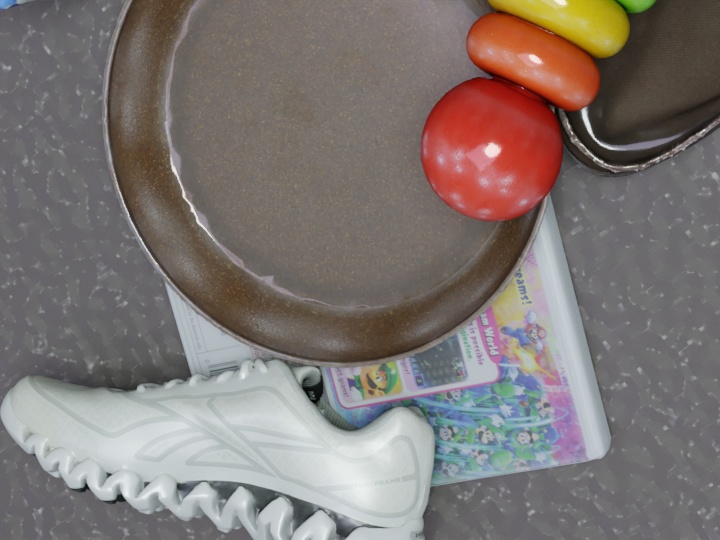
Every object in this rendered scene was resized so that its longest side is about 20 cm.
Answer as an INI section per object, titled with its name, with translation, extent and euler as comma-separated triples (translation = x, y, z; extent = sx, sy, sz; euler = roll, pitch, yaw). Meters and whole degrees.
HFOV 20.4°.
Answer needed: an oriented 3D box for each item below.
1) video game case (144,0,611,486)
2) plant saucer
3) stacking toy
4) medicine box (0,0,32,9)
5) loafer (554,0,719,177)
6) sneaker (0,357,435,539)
[video game case]
translation = 0.000, 0.000, 0.875
extent = 0.180, 0.024, 0.202
euler = -11, 101, 21
[plant saucer]
translation = -0.012, -0.061, 0.833
extent = 0.198, 0.032, 0.202
euler = 5, 105, 18
[stacking toy]
translation = 0.079, -0.113, 0.750
extent = 0.085, 0.085, 0.201
euler = 27, 93, 10
[medicine box]
translation = -0.181, -0.234, 0.826
extent = 0.199, 0.103, 0.184
euler = 25, 112, 12
[loafer]
translation = 0.146, -0.109, 0.766
extent = 0.073, 0.071, 0.200
euler = 47, 114, 1
[sneaker]
translation = -0.060, 0.072, 0.872
extent = 0.198, 0.075, 0.082
euler = 16, 96, 12
